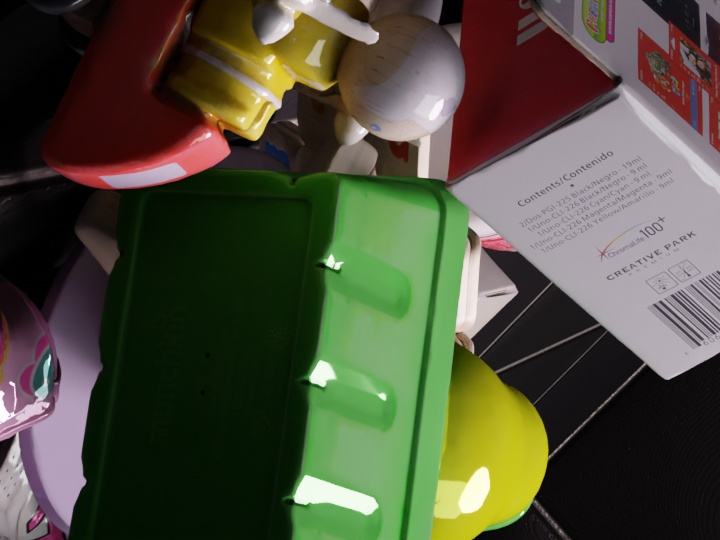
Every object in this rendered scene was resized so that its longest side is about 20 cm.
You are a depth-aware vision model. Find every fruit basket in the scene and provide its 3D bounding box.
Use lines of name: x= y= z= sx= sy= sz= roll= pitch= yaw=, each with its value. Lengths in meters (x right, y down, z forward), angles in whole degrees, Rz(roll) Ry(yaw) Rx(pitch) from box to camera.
fruit basket: x=-0.016 y=0.061 z=0.934 sx=0.216 sy=0.155 sz=0.216 roll=3 pitch=90 yaw=-69

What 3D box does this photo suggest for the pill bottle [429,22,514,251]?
pill bottle: x=0.077 y=-0.069 z=1.284 sx=0.112 sy=0.112 sz=0.200 roll=-43 pitch=168 yaw=8

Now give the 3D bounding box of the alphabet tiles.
alphabet tiles: x=0.000 y=0.000 z=1.093 sx=0.015 sy=0.200 sz=0.196 roll=-8 pitch=112 yaw=-26

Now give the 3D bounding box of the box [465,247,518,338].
box: x=-0.005 y=0.049 z=1.489 sx=0.200 sy=0.095 sz=0.078 roll=-47 pitch=166 yaw=19

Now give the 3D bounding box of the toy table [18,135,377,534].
toy table: x=-0.063 y=0.029 z=1.035 sx=0.117 sy=0.183 sz=0.201 roll=-14 pitch=-123 yaw=63

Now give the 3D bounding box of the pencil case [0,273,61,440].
pencil case: x=-0.218 y=0.075 z=0.952 sx=0.200 sy=0.087 sz=0.087 roll=-36 pitch=167 yaw=-28

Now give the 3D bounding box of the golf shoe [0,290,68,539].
golf shoe: x=-0.171 y=0.092 z=1.130 sx=0.092 sy=0.073 sz=0.200 roll=-19 pitch=134 yaw=-33

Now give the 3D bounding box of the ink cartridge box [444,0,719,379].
ink cartridge box: x=0.095 y=-0.094 z=0.880 sx=0.084 sy=0.176 sz=0.200 roll=-30 pitch=-145 yaw=32

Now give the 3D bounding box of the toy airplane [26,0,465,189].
toy airplane: x=-0.006 y=-0.111 z=0.819 sx=0.200 sy=0.141 sz=0.199 roll=-28 pitch=162 yaw=-45
